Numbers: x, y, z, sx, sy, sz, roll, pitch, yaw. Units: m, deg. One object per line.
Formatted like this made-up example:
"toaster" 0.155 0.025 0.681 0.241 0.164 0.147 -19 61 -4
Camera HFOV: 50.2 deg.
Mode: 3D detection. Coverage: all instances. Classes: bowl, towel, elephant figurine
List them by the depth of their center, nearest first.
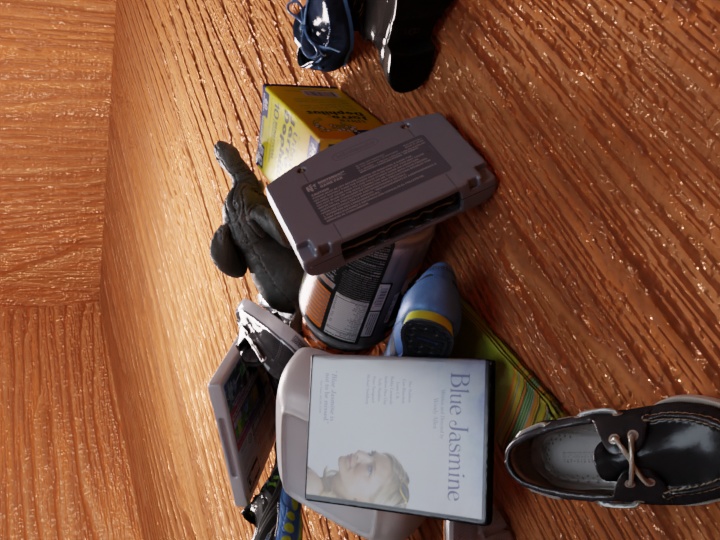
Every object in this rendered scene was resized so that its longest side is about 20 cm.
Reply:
"towel" 0.122 0.107 0.729 0.201 0.018 0.088 53 138 49
"bowl" -0.018 0.203 0.846 0.197 0.074 0.204 22 127 25
"elephant figurine" -0.133 -0.046 1.005 0.142 0.200 0.154 -51 37 -11

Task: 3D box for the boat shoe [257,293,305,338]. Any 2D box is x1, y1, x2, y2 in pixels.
"boat shoe" -0.095 0.066 1.124 0.198 0.070 0.070 3 95 57

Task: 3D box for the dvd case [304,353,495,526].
"dvd case" 0.034 0.156 0.735 0.196 0.017 0.147 -2 81 30

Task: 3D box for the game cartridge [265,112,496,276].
"game cartridge" 0.014 -0.081 0.738 0.041 0.196 0.134 77 166 -49

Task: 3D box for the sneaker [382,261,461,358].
"sneaker" 0.063 0.064 0.783 0.201 0.064 0.080 105 -179 -59

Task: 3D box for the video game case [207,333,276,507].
"video game case" -0.156 0.189 1.071 0.201 0.022 0.187 -69 -28 -67

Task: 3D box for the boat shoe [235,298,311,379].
"boat shoe" -0.124 0.091 0.960 0.067 0.070 0.199 -50 29 -11

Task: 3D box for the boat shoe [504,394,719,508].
"boat shoe" 0.183 0.130 0.542 0.199 0.059 0.076 -16 80 57

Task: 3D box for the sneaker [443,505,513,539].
"sneaker" 0.102 0.318 0.732 0.112 0.076 0.205 -41 57 57

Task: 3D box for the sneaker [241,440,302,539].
"sneaker" -0.114 0.294 1.001 0.202 0.081 0.072 -86 -21 -54

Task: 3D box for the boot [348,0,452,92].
"boot" 0.029 -0.307 0.803 0.202 0.068 0.176 109 146 -44

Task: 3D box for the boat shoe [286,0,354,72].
"boat shoe" -0.047 -0.275 0.904 0.200 0.067 0.086 103 152 -77

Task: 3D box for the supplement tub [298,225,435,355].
"supplement tub" 0.000 0.000 0.847 0.202 0.120 0.124 111 145 -43

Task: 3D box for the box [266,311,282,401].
"box" -0.080 0.192 1.056 0.201 0.049 0.202 -128 21 -51

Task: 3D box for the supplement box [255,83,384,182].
"supplement box" -0.046 -0.143 0.938 0.200 0.107 0.111 49 136 51
